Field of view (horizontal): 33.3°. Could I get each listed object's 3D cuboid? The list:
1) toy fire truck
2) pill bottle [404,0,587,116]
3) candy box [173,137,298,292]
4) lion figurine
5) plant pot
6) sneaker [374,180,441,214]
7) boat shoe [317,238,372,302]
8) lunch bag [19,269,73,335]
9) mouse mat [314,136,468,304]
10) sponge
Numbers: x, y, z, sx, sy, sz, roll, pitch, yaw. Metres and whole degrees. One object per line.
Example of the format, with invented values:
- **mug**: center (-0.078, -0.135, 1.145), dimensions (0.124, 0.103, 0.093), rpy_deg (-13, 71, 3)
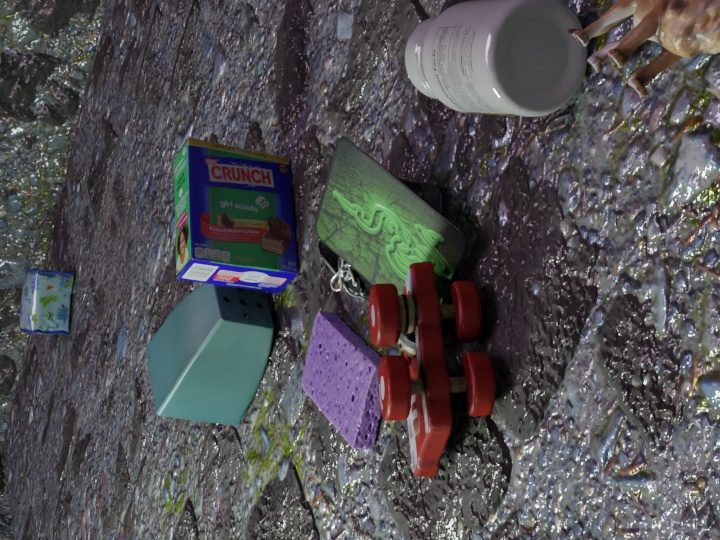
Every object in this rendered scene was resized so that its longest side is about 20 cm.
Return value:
- **toy fire truck**: center (0.066, 0.103, 1.287), dimensions (0.168, 0.112, 0.200), rpy_deg (103, 162, -61)
- **pill bottle**: center (0.127, -0.213, 1.205), dimensions (0.200, 0.114, 0.115), rpy_deg (-160, 78, -64)
- **candy box**: center (-0.185, -0.080, 1.771), dimensions (0.077, 0.169, 0.200), rpy_deg (-42, 48, 50)
- **lion figurine**: center (0.249, -0.209, 0.993), dimensions (0.122, 0.072, 0.200), rpy_deg (-42, 28, 7)
- **plant pot**: center (-0.219, 0.115, 1.846), dimensions (0.200, 0.141, 0.141), rpy_deg (-55, 37, 34)
- **sneaker**: center (0.019, -0.082, 1.440), dimensions (0.200, 0.082, 0.073), rpy_deg (174, 102, -65)
- **boat shoe**: center (0.001, -0.003, 1.477), dimensions (0.199, 0.068, 0.074), rpy_deg (52, 130, 56)
- **lunch bag**: center (-0.835, 0.082, 3.164), dimensions (0.200, 0.127, 0.170), rpy_deg (1, 86, 55)
- **mouse mat**: center (0.029, -0.039, 1.352), dimensions (0.200, 0.008, 0.161), rpy_deg (40, 138, 21)
- **sponge**: center (-0.022, 0.137, 1.537), dimensions (0.200, 0.030, 0.112), rpy_deg (-140, 60, -61)
